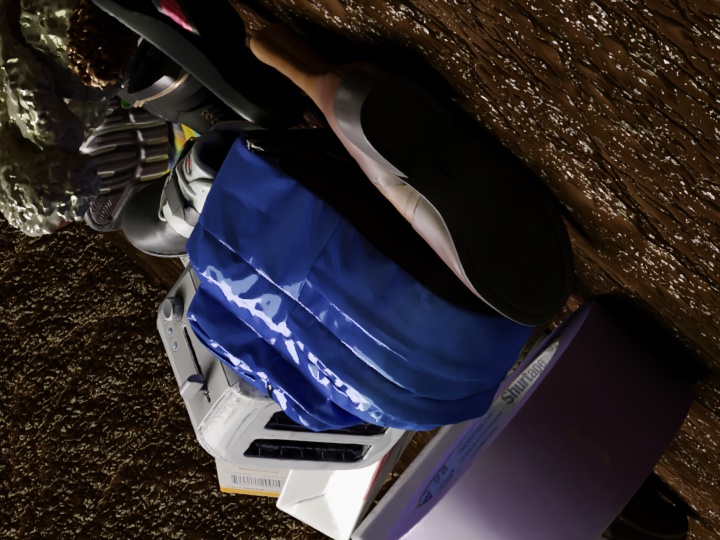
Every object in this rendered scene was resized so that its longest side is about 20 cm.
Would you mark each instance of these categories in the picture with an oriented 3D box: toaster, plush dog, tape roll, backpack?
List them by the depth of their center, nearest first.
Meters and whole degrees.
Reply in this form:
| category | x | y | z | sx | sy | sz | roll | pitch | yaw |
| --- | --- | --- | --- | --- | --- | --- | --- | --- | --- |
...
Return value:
| category | x | y | z | sx | sy | sz | roll | pitch | yaw |
| --- | --- | --- | --- | --- | --- | --- | --- | --- | --- |
| tape roll | 0.109 | 0.120 | 1.390 | 0.085 | 0.200 | 0.200 | 41 | 173 | -1 |
| backpack | 0.007 | 0.019 | 1.427 | 0.199 | 0.169 | 0.162 | 34 | -156 | 22 |
| plush dog | -0.209 | -0.149 | 1.524 | 0.160 | 0.172 | 0.200 | 41 | -162 | -22 |
| toaster | -0.042 | 0.064 | 1.606 | 0.199 | 0.114 | 0.130 | 7 | -128 | -31 |

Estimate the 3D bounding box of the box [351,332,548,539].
| category | x | y | z | sx | sy | sz | roll | pitch | yaw |
| --- | --- | --- | --- | --- | --- | --- | --- | --- | --- |
| box | 0.097 | 0.154 | 1.662 | 0.106 | 0.200 | 0.152 | 40 | 174 | 2 |

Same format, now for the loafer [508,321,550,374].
| category | x | y | z | sx | sy | sz | roll | pitch | yaw |
| --- | --- | --- | --- | --- | --- | --- | --- | --- | --- |
| loafer | 0.076 | 0.037 | 1.605 | 0.068 | 0.076 | 0.200 | 43 | 164 | -5 |

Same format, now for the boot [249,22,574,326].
| category | x | y | z | sx | sy | sz | roll | pitch | yaw |
| --- | --- | --- | --- | --- | --- | --- | --- | --- | --- |
| boot | 0.025 | -0.057 | 1.317 | 0.188 | 0.069 | 0.200 | 39 | 177 | -24 |

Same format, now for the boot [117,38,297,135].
| category | x | y | z | sx | sy | sz | roll | pitch | yaw |
| --- | --- | --- | --- | --- | --- | --- | --- | --- | --- |
| boot | -0.091 | -0.122 | 1.595 | 0.138 | 0.078 | 0.200 | 31 | 179 | -12 |

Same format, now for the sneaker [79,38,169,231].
| category | x | y | z | sx | sy | sz | roll | pitch | yaw |
| --- | --- | --- | --- | --- | --- | --- | --- | --- | --- |
| sneaker | -0.199 | -0.140 | 1.765 | 0.116 | 0.075 | 0.201 | -130 | 41 | -50 |

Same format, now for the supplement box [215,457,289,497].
| category | x | y | z | sx | sy | sz | roll | pitch | yaw |
| --- | --- | --- | --- | --- | --- | --- | --- | --- | --- |
| supplement box | -0.075 | 0.081 | 1.786 | 0.073 | 0.127 | 0.200 | 6 | 150 | 4 |

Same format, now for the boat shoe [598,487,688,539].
| category | x | y | z | sx | sy | sz | roll | pitch | yaw |
| --- | --- | --- | --- | --- | --- | --- | --- | --- | --- |
| boat shoe | 0.180 | 0.173 | 1.796 | 0.199 | 0.074 | 0.075 | 19 | -151 | -19 |

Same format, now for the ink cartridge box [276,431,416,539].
| category | x | y | z | sx | sy | sz | roll | pitch | yaw |
| --- | --- | --- | --- | --- | --- | --- | --- | --- | --- |
| ink cartridge box | 0.014 | 0.104 | 1.781 | 0.067 | 0.200 | 0.117 | 27 | 129 | 6 |

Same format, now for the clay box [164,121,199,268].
| category | x | y | z | sx | sy | sz | roll | pitch | yaw |
| --- | --- | --- | --- | --- | --- | --- | --- | --- | --- |
| clay box | -0.116 | -0.070 | 1.787 | 0.115 | 0.047 | 0.200 | 60 | 156 | 4 |

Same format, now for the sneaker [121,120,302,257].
| category | x | y | z | sx | sy | sz | roll | pitch | yaw |
| --- | --- | --- | --- | --- | --- | --- | --- | --- | --- |
| sneaker | -0.102 | -0.066 | 1.565 | 0.199 | 0.075 | 0.088 | -16 | 150 | 34 |

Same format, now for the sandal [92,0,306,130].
| category | x | y | z | sx | sy | sz | roll | pitch | yaw |
| --- | --- | --- | --- | --- | --- | --- | --- | --- | --- |
| sandal | -0.105 | -0.161 | 1.422 | 0.200 | 0.045 | 0.075 | 40 | -150 | 23 |
